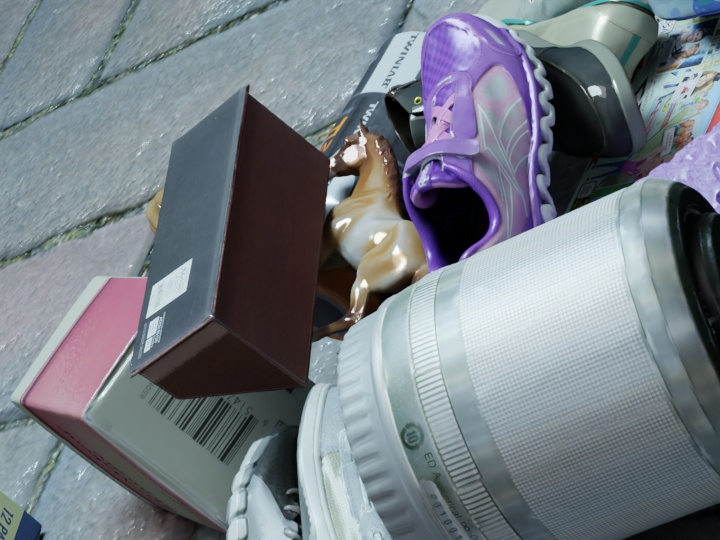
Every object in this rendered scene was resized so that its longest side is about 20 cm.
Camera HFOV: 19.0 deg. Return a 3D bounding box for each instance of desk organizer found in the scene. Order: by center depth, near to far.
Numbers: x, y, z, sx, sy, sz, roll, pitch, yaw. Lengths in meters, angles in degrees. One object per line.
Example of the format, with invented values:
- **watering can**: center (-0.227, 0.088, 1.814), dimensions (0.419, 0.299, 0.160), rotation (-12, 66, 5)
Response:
- **desk organizer**: center (-0.073, -0.007, 1.273), dimensions (0.072, 0.077, 0.201), rotation (-34, 33, 32)

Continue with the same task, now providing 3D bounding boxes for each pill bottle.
- **pill bottle**: center (0.016, -0.052, 1.424), dimensions (0.106, 0.106, 0.201), rotation (-5, 48, 51)

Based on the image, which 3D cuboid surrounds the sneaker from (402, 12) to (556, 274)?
- **sneaker**: center (0.062, -0.062, 1.228), dimensions (0.080, 0.088, 0.202), rotation (-30, 60, 40)

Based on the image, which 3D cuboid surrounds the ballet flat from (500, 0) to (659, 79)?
- **ballet flat**: center (0.132, -0.137, 1.413), dimensions (0.070, 0.069, 0.200), rotation (-51, 13, -11)

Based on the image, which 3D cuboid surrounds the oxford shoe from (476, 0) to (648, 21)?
- **oxford shoe**: center (0.147, -0.206, 1.502), dimensions (0.199, 0.058, 0.076), rotation (-16, 42, 46)

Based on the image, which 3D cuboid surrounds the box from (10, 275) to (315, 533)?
- **box**: center (-0.128, 0.082, 1.384), dimensions (0.109, 0.128, 0.200), rotation (-55, 17, -13)

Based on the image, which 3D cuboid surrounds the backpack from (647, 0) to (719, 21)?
- **backpack**: center (0.238, -0.252, 1.304), dimensions (0.182, 0.148, 0.200), rotation (-11, 30, 48)

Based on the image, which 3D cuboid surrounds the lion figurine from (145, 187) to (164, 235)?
- **lion figurine**: center (-0.093, -0.037, 1.509), dimensions (0.122, 0.199, 0.073), rotation (34, 102, 32)

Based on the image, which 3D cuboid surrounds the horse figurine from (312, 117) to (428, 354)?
- **horse figurine**: center (0.000, 0.000, 1.289), dimensions (0.132, 0.050, 0.200), rotation (-44, 31, 2)

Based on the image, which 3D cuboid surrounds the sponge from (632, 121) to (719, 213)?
- **sponge**: center (0.160, 0.003, 1.196), dimensions (0.200, 0.030, 0.112), rotation (-38, 38, 29)

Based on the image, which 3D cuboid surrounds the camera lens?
- **camera lens**: center (0.108, 0.057, 1.078), dimensions (0.199, 0.160, 0.161), rotation (-24, 34, 21)

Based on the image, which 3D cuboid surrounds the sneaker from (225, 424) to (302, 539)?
- **sneaker**: center (-0.023, 0.175, 1.231), dimensions (0.115, 0.075, 0.201), rotation (-14, 50, 36)

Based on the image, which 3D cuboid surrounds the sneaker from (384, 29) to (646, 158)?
- **sneaker**: center (0.093, -0.091, 1.311), dimensions (0.106, 0.075, 0.200), rotation (-24, 17, -14)

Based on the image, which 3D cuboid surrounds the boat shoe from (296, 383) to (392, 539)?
- **boat shoe**: center (0.000, 0.141, 1.159), dimensions (0.064, 0.075, 0.203), rotation (-4, 38, -2)

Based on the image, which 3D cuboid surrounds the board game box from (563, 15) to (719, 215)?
- **board game box**: center (0.202, -0.084, 1.297), dimensions (0.134, 0.029, 0.201), rotation (-11, 44, 49)

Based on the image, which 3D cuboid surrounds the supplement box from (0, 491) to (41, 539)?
- **supplement box**: center (-0.374, 0.204, 1.519), dimensions (0.199, 0.200, 0.135), rotation (-22, 36, 34)
